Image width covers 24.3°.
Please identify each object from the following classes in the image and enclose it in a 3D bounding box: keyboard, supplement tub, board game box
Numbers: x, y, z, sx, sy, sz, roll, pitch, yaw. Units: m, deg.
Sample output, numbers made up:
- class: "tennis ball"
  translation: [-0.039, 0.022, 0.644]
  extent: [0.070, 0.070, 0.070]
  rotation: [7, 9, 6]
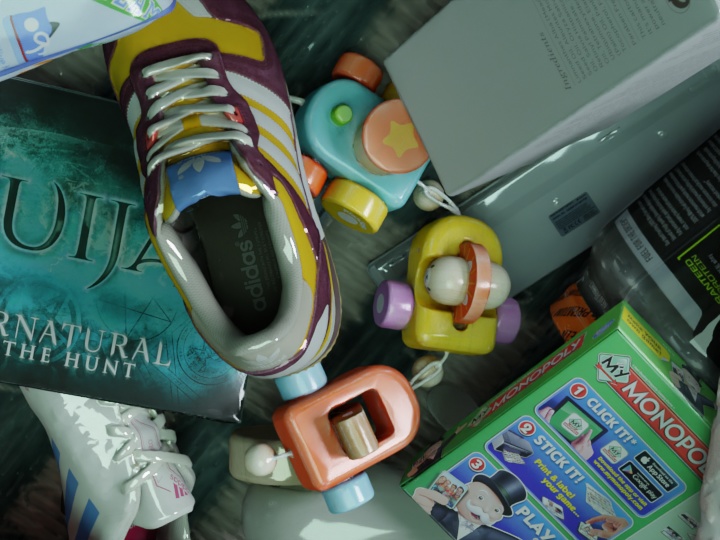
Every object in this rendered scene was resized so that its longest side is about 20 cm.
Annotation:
- class: "keyboard"
  translation: [0.100, -0.034, 0.817]
  extent: [0.200, 0.011, 0.056]
  rotation: [-33, 114, 10]
- class: "supplement tub"
  translation: [0.193, -0.009, 0.770]
  extent: [0.200, 0.123, 0.123]
  rotation: [-40, 108, 12]
- class: "board game box"
  translation: [0.134, 0.125, 0.753]
  extent: [0.200, 0.029, 0.135]
  rotation: [46, 117, -9]
- class: "board game box"
  translation: [-0.139, -0.014, 0.745]
  extent: [0.200, 0.028, 0.136]
  rotation: [12, 82, -22]

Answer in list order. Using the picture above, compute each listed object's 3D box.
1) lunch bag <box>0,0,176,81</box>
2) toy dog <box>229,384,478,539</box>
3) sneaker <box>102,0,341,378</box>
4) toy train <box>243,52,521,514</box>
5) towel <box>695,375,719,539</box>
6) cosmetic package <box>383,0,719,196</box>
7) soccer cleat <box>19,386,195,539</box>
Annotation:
- class: "lunch bag"
  translation: [-0.154, -0.128, 0.663]
  extent: [0.160, 0.200, 0.076]
  rotation: [-17, 115, 3]
- class: "toy dog"
  translation: [0.020, 0.120, 0.835]
  extent: [0.200, 0.096, 0.132]
  rotation: [20, 94, -15]
- class: "sneaker"
  translation: [-0.061, -0.052, 0.698]
  extent: [0.075, 0.090, 0.200]
  rotation: [-24, 82, 4]
- class: "toy train"
  translation: [0.000, 0.000, 0.755]
  extent: [0.150, 0.056, 0.200]
  rotation: [-20, 93, -22]
- class: "towel"
  translation: [0.241, 0.056, 0.692]
  extent: [0.191, 0.032, 0.200]
  rotation: [6, 99, -4]
- class: "cosmetic package"
  translation: [0.104, -0.106, 0.673]
  extent: [0.101, 0.200, 0.071]
  rotation: [-24, 85, -30]
- class: "soccer cleat"
  translation: [-0.114, 0.074, 0.798]
  extent: [0.070, 0.086, 0.200]
  rotation: [-31, 122, -34]
